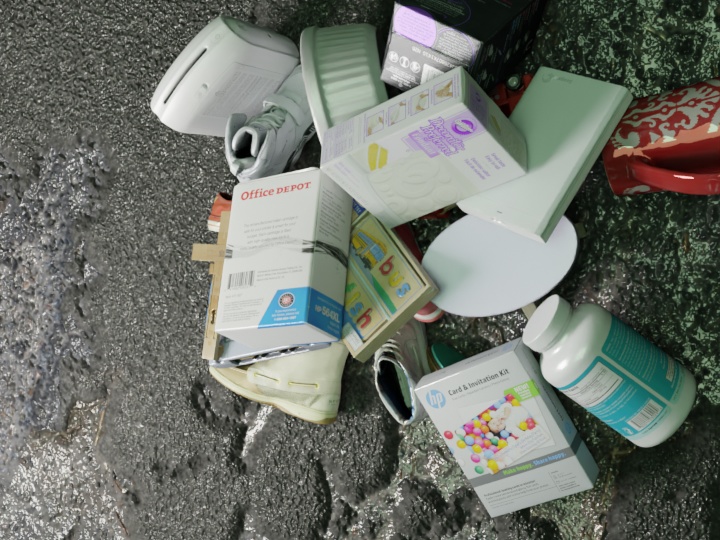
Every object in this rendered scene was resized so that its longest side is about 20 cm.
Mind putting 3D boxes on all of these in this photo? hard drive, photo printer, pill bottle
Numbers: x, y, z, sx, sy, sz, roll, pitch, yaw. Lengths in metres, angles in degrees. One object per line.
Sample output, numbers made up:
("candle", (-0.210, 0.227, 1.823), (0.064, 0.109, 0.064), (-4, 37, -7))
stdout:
("hard drive", (0.214, -0.139, 1.217), (0.131, 0.026, 0.201), (26, 81, 43))
("photo printer", (-0.182, -0.254, 1.377), (0.070, 0.200, 0.166), (47, 109, 11))
("pill bottle", (0.291, 0.113, 1.235), (0.199, 0.111, 0.111), (36, 107, -9))

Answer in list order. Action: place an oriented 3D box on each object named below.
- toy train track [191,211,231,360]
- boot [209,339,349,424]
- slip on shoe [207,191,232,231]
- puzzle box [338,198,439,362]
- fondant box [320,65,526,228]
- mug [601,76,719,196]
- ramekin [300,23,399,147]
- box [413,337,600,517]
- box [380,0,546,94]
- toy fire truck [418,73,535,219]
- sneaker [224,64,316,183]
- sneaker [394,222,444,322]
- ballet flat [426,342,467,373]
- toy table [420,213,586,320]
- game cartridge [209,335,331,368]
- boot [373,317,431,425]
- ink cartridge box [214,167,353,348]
("toy train track", (-0.185, 0.022, 1.418), (0.114, 0.032, 0.202), (5, 85, 37))
("boot", (-0.106, 0.110, 1.445), (0.198, 0.072, 0.156), (18, 99, 18))
("slip on shoe", (-0.123, -0.078, 1.439), (0.198, 0.074, 0.062), (5, 93, 26))
("puzzle box", (0.000, 0.000, 1.308), (0.133, 0.025, 0.201), (-44, 52, 11))
("fondant box", (0.073, -0.137, 1.206), (0.199, 0.144, 0.059), (-22, 49, 31))
("mug", (0.378, -0.154, 1.185), (0.198, 0.177, 0.135), (-8, 94, 26))
("ramekin", (-0.003, -0.219, 1.319), (0.093, 0.202, 0.205), (-14, 89, 10))
("box", (0.182, 0.199, 1.291), (0.155, 0.041, 0.201), (-25, 100, 33))
("box", (0.127, -0.290, 1.244), (0.121, 0.200, 0.107), (29, 136, 17))
("toy fire truck", (0.146, -0.155, 1.321), (0.198, 0.049, 0.143), (-15, 75, 21))
("sneaker", (-0.113, -0.197, 1.383), (0.075, 0.115, 0.202), (25, 85, 17))
("sneaker", (0.046, -0.028, 1.353), (0.074, 0.087, 0.201), (-37, 70, 6))
("ballet flat", (0.158, 0.177, 1.357), (0.199, 0.068, 0.073), (33, 123, 12))
("toy table", (0.182, -0.018, 1.297), (0.198, 0.117, 0.186), (-8, 90, 21))
("game cartridge", (-0.121, 0.053, 1.408), (0.198, 0.040, 0.135), (-13, 67, 31))
("boot", (0.048, 0.103, 1.369), (0.073, 0.095, 0.202), (-24, 84, 21))
("ink cartridge box", (-0.094, -0.013, 1.307), (0.145, 0.084, 0.202), (-7, 67, 33))
